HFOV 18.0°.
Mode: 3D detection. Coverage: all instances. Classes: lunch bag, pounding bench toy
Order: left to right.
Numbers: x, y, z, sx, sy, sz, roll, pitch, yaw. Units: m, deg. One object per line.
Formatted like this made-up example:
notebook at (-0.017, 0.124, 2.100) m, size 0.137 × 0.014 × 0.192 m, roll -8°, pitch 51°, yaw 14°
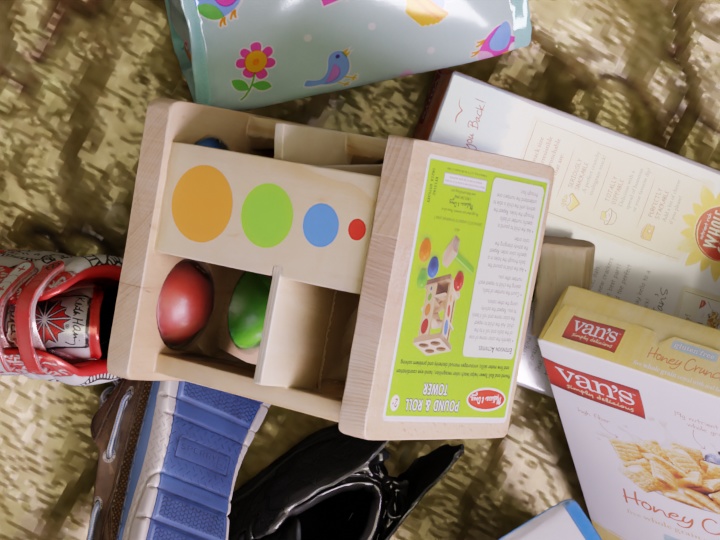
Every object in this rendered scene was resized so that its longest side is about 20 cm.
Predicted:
lunch bag at (-0.019, -0.190, 1.048) m, size 0.169 × 0.122 × 0.201 m, roll -11°, pitch 117°, yaw -7°
pounding bench toy at (0.000, 0.000, 1.044) m, size 0.155 × 0.200 × 0.125 m, roll 11°, pitch 93°, yaw 33°

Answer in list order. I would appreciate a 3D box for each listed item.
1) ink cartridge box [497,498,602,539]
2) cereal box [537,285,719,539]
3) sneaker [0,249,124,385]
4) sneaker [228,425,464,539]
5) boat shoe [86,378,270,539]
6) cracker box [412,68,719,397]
ink cartridge box at (0.105, 0.199, 1.072) m, size 0.084 × 0.200 × 0.146 m, roll -33°, pitch 77°, yaw -2°
cereal box at (0.168, 0.095, 1.071) m, size 0.143 × 0.200 × 0.040 m, roll 17°, pitch 61°, yaw 28°
sneaker at (-0.187, 0.018, 1.047) m, size 0.200 × 0.108 × 0.068 m, roll 2°, pitch 89°, yaw -28°
sneaker at (-0.039, 0.134, 1.111) m, size 0.200 × 0.104 × 0.060 m, roll -41°, pitch 102°, yaw -1°
boat shoe at (-0.095, 0.073, 1.106) m, size 0.072 × 0.072 × 0.201 m, roll 34°, pitch 64°, yaw -40°
cracker box at (0.110, -0.005, 1.135) m, size 0.199 × 0.058 × 0.135 m, roll 20°, pitch 95°, yaw -9°
